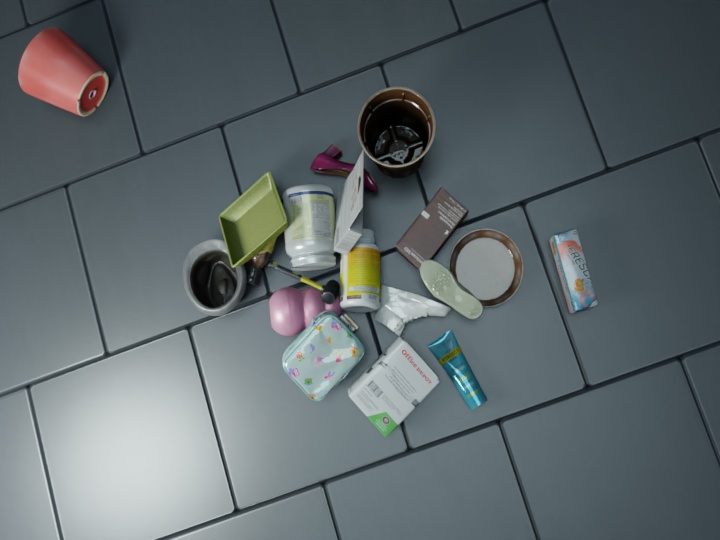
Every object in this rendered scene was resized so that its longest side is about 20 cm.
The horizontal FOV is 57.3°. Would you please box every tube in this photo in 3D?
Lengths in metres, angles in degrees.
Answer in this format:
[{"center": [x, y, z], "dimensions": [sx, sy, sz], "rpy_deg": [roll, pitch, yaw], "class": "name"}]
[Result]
[{"center": [0.256, 0.260, 1.708], "dimensions": [0.076, 0.051, 0.203], "rpy_deg": [-29, 76, -6], "class": "tube"}]

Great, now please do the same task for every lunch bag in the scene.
[{"center": [-0.095, 0.209, 1.671], "dimensions": [0.200, 0.077, 0.161], "rpy_deg": [-45, 98, -1], "class": "lunch bag"}]

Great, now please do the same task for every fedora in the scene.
[{"center": [-0.382, 0.027, 1.775], "dimensions": [0.173, 0.090, 0.204], "rpy_deg": [-28, 74, 0], "class": "fedora"}]

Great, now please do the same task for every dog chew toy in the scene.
[{"center": [-0.141, 0.102, 1.730], "dimensions": [0.193, 0.125, 0.129], "rpy_deg": [-6, 82, -9], "class": "dog chew toy"}]

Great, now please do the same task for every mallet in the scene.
[{"center": [-0.142, 0.019, 1.698], "dimensions": [0.196, 0.066, 0.042], "rpy_deg": [29, 122, 6], "class": "mallet"}]

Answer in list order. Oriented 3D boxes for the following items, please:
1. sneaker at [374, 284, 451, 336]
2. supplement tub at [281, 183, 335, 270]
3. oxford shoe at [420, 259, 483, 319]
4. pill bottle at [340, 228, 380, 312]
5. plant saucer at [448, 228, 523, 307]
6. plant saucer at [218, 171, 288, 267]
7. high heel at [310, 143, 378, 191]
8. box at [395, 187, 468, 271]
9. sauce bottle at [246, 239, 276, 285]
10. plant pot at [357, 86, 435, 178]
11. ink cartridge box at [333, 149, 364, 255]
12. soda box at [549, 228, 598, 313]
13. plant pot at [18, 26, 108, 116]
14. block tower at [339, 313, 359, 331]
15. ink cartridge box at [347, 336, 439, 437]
[{"center": [0.133, 0.119, 1.727], "dimensions": [0.194, 0.074, 0.119], "rpy_deg": [15, 88, 15], "class": "sneaker"}, {"center": [-0.132, -0.111, 1.741], "dimensions": [0.140, 0.145, 0.207], "rpy_deg": [-6, 82, 5], "class": "supplement tub"}, {"center": [0.231, 0.051, 1.694], "dimensions": [0.199, 0.058, 0.076], "rpy_deg": [40, 94, 4], "class": "oxford shoe"}, {"center": [0.000, 0.000, 1.726], "dimensions": [0.105, 0.109, 0.207], "rpy_deg": [-1, 76, 5], "class": "pill bottle"}, {"center": [0.329, -0.005, 1.737], "dimensions": [0.193, 0.034, 0.208], "rpy_deg": [-1, 82, 6], "class": "plant saucer"}, {"center": [-0.274, -0.128, 1.738], "dimensions": [0.198, 0.048, 0.203], "rpy_deg": [-37, 50, 15], "class": "plant saucer"}, {"center": [-0.043, -0.254, 1.789], "dimensions": [0.096, 0.068, 0.199], "rpy_deg": [-45, 66, -11], "class": "high heel"}, {"center": [0.188, -0.107, 1.746], "dimensions": [0.099, 0.075, 0.202], "rpy_deg": [38, 89, 8], "class": "box"}, {"center": [-0.267, -0.063, 1.789], "dimensions": [0.063, 0.065, 0.206], "rpy_deg": [15, 84, 7], "class": "sauce bottle"}, {"center": [0.099, -0.342, 1.721], "dimensions": [0.193, 0.198, 0.208], "rpy_deg": [-1, 82, 6], "class": "plant pot"}, {"center": [-0.013, -0.172, 1.673], "dimensions": [0.044, 0.177, 0.205], "rpy_deg": [17, 49, -19], "class": "ink cartridge box"}, {"center": [0.547, 0.003, 1.695], "dimensions": [0.062, 0.068, 0.207], "rpy_deg": [-14, 80, 4], "class": "soda box"}, {"center": [-0.824, -0.544, 1.856], "dimensions": [0.174, 0.200, 0.204], "rpy_deg": [31, 86, -1], "class": "plant pot"}, {"center": [-0.092, 0.202, 1.742], "dimensions": [0.054, 0.058, 0.200], "rpy_deg": [44, 88, 8], "class": "block tower"}, {"center": [0.084, 0.294, 1.685], "dimensions": [0.200, 0.084, 0.146], "rpy_deg": [-43, 95, -2], "class": "ink cartridge box"}]
